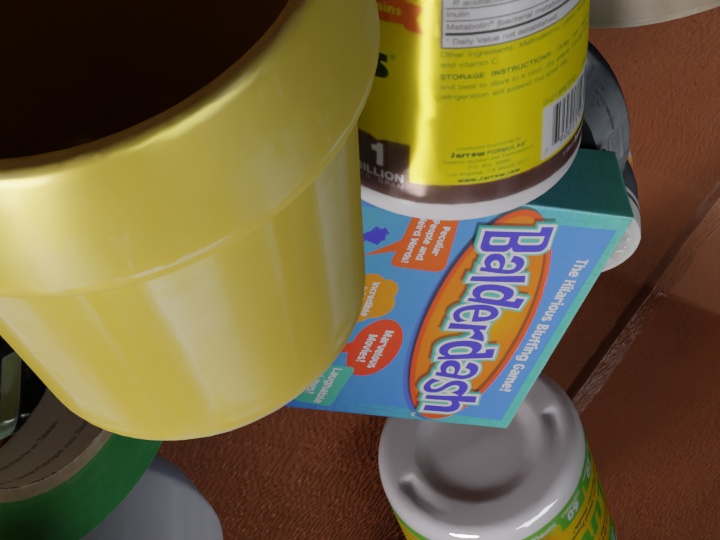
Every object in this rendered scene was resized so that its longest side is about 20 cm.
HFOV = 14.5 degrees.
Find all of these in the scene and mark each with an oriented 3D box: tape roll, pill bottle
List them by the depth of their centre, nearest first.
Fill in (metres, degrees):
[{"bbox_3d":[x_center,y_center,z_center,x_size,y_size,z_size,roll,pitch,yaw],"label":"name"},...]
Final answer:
[{"bbox_3d":[0.033,-0.125,1.071,0.109,0.109,0.200,-29,137,-30],"label":"pill bottle"},{"bbox_3d":[-0.150,0.014,1.102,0.200,0.048,0.201,-8,101,-48],"label":"tape roll"},{"bbox_3d":[0.083,0.140,1.571,0.111,0.111,0.200,-42,149,-11],"label":"pill bottle"}]

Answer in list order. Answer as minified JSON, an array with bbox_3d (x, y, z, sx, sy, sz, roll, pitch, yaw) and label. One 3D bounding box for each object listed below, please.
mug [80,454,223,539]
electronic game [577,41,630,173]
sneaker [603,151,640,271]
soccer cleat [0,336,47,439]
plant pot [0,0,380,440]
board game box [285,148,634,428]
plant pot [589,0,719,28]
[{"bbox_3d":[-0.140,0.166,1.285,0.187,0.153,0.149,-12,141,21],"label":"mug"},{"bbox_3d":[0.023,-0.048,1.279,0.200,0.042,0.200,-6,139,-5],"label":"electronic game"},{"bbox_3d":[0.056,-0.077,1.336,0.078,0.079,0.200,-28,133,28],"label":"sneaker"},{"bbox_3d":[-0.173,0.040,1.182,0.200,0.068,0.081,-39,139,-13],"label":"soccer cleat"},{"bbox_3d":[-0.082,-0.044,1.008,0.201,0.201,0.189,-38,140,-18],"label":"plant pot"},{"bbox_3d":[0.000,0.000,1.262,0.200,0.045,0.152,6,136,-21],"label":"board game box"},{"bbox_3d":[0.102,-0.227,1.136,0.200,0.200,0.174,-42,132,-12],"label":"plant pot"}]
